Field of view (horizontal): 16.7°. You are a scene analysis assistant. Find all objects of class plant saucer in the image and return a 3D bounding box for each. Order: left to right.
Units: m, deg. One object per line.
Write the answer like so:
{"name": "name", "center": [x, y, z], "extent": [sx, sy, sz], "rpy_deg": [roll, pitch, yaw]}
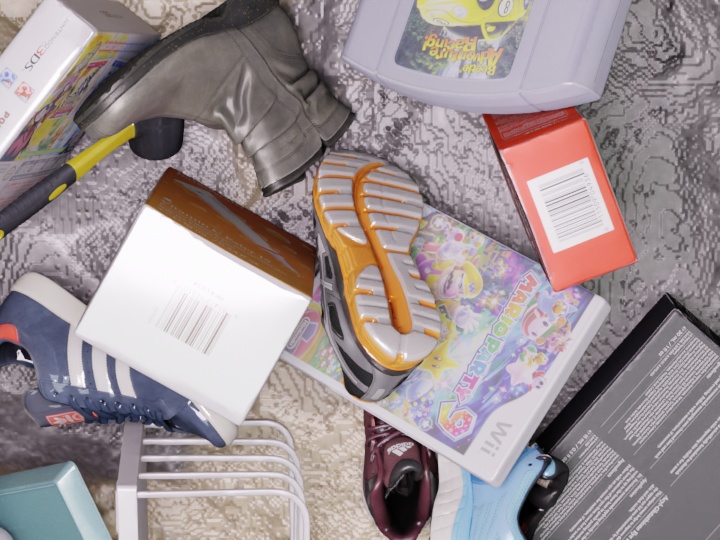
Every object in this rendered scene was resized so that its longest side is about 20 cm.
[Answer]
{"name": "plant saucer", "center": [-0.231, 0.173, 1.673], "extent": [0.019, 0.200, 0.070], "rpy_deg": [-29, 97, -32]}

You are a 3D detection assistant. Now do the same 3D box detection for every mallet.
{"name": "mallet", "center": [-0.188, -0.062, 1.637], "extent": [0.041, 0.066, 0.200], "rpy_deg": [28, 56, 26]}

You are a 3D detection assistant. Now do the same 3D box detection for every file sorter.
{"name": "file sorter", "center": [-0.100, 0.186, 1.663], "extent": [0.124, 0.200, 0.139], "rpy_deg": [-1, 100, -4]}

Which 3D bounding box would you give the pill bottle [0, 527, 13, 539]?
{"name": "pill bottle", "center": [-0.280, 0.236, 1.655], "extent": [0.111, 0.111, 0.201], "rpy_deg": [-9, 95, 2]}

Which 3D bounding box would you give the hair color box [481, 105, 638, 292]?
{"name": "hair color box", "center": [0.129, -0.058, 1.614], "extent": [0.061, 0.200, 0.102], "rpy_deg": [-21, 99, 4]}

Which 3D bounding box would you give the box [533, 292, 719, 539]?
{"name": "box", "center": [0.203, 0.139, 1.712], "extent": [0.141, 0.079, 0.200], "rpy_deg": [41, 98, -3]}

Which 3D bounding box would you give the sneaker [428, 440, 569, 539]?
{"name": "sneaker", "center": [0.101, 0.131, 1.659], "extent": [0.090, 0.078, 0.201], "rpy_deg": [-8, 61, 19]}

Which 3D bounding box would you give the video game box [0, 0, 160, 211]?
{"name": "video game box", "center": [-0.220, -0.097, 1.608], "extent": [0.047, 0.200, 0.182], "rpy_deg": [42, 98, 2]}

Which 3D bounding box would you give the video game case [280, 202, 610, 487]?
{"name": "video game case", "center": [0.051, 0.039, 1.650], "extent": [0.200, 0.018, 0.143], "rpy_deg": [29, 83, 31]}

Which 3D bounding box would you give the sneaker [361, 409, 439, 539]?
{"name": "sneaker", "center": [0.033, 0.096, 1.685], "extent": [0.075, 0.116, 0.201], "rpy_deg": [-4, 100, 1]}

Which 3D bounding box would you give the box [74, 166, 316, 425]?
{"name": "box", "center": [-0.105, 0.013, 1.628], "extent": [0.124, 0.200, 0.098], "rpy_deg": [29, 98, -5]}

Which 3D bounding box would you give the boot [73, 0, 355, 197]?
{"name": "boot", "center": [-0.087, -0.103, 1.625], "extent": [0.068, 0.200, 0.131], "rpy_deg": [-27, 98, 48]}

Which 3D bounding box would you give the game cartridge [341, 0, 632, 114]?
{"name": "game cartridge", "center": [0.082, -0.170, 1.606], "extent": [0.200, 0.041, 0.133], "rpy_deg": [10, 80, 37]}

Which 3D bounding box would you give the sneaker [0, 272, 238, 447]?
{"name": "sneaker", "center": [-0.177, 0.084, 1.671], "extent": [0.200, 0.075, 0.085], "rpy_deg": [29, 72, 25]}

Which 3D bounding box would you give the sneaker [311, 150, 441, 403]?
{"name": "sneaker", "center": [0.000, 0.000, 1.639], "extent": [0.078, 0.200, 0.077], "rpy_deg": [9, 136, -17]}
